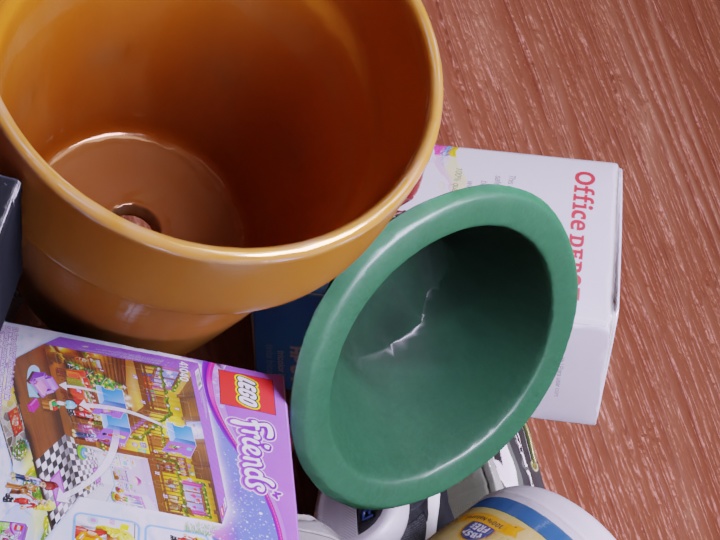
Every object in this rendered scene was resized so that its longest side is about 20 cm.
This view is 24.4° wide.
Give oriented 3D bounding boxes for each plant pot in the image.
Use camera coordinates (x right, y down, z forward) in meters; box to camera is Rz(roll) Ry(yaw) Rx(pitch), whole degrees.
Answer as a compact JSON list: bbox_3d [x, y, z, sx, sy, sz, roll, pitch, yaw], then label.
[{"bbox_3d":[-0.086,-0.052,0.746,0.198,0.184,0.202,9,60,-16],"label":"plant pot"}]

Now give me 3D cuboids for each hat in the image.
[{"bbox_3d":[0.000,0.000,0.852,0.199,0.176,0.167,-24,128,-29],"label":"hat"}]

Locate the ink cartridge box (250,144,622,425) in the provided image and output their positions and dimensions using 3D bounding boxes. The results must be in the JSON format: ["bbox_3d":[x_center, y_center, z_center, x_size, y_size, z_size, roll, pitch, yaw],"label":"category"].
[{"bbox_3d":[0.047,0.002,0.951,0.145,0.198,0.085,-76,169,-48],"label":"ink cartridge box"}]

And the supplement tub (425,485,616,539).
[{"bbox_3d":[0.043,0.214,0.813,0.199,0.144,0.146,-32,92,-26],"label":"supplement tub"}]

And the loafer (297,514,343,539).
[{"bbox_3d":[-0.078,0.143,0.715,0.198,0.070,0.071,-4,109,-39],"label":"loafer"}]

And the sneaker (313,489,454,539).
[{"bbox_3d":[0.024,0.124,0.972,0.112,0.072,0.201,59,26,-32],"label":"sneaker"}]

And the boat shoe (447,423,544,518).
[{"bbox_3d":[0.072,0.107,1.031,0.060,0.071,0.203,5,70,-53],"label":"boat shoe"}]

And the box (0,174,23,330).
[{"bbox_3d":[-0.241,0.015,0.615,0.198,0.079,0.142,16,62,-2],"label":"box"}]

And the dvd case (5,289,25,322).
[{"bbox_3d":[-0.253,-0.015,0.761,0.200,0.022,0.147,48,38,-19],"label":"dvd case"}]

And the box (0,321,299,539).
[{"bbox_3d":[-0.094,0.104,0.671,0.135,0.039,0.201,12,32,-14],"label":"box"}]
